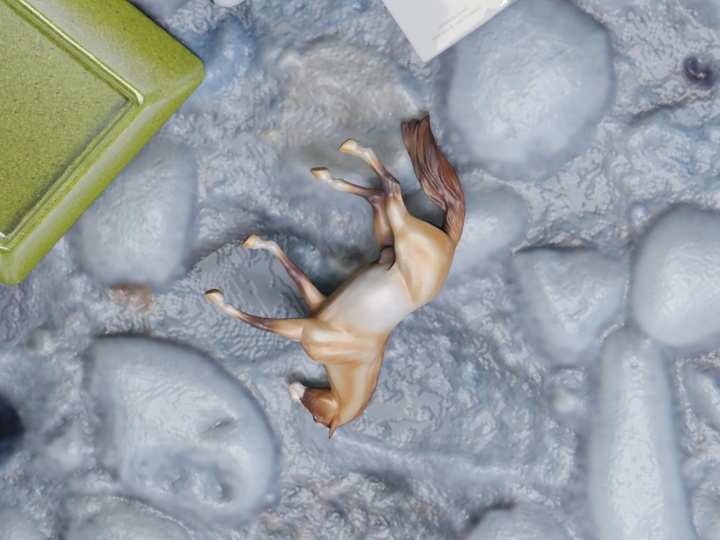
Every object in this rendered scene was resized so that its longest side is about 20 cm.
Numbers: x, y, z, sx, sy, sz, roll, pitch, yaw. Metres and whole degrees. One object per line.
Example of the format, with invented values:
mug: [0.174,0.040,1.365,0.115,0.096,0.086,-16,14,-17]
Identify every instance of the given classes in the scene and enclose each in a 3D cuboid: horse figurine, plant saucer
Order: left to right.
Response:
plant saucer: [-0.229,-0.106,1.576,0.199,0.048,0.200,38,103,-22]
horse figurine: [0.000,0.000,1.590,0.132,0.050,0.200,40,100,-12]

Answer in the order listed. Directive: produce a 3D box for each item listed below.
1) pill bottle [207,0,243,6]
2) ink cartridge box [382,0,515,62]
pill bottle: [-0.142,-0.248,1.538,0.199,0.112,0.112,25,105,5]
ink cartridge box: [0.019,-0.231,1.507,0.067,0.116,0.200,-33,93,19]
